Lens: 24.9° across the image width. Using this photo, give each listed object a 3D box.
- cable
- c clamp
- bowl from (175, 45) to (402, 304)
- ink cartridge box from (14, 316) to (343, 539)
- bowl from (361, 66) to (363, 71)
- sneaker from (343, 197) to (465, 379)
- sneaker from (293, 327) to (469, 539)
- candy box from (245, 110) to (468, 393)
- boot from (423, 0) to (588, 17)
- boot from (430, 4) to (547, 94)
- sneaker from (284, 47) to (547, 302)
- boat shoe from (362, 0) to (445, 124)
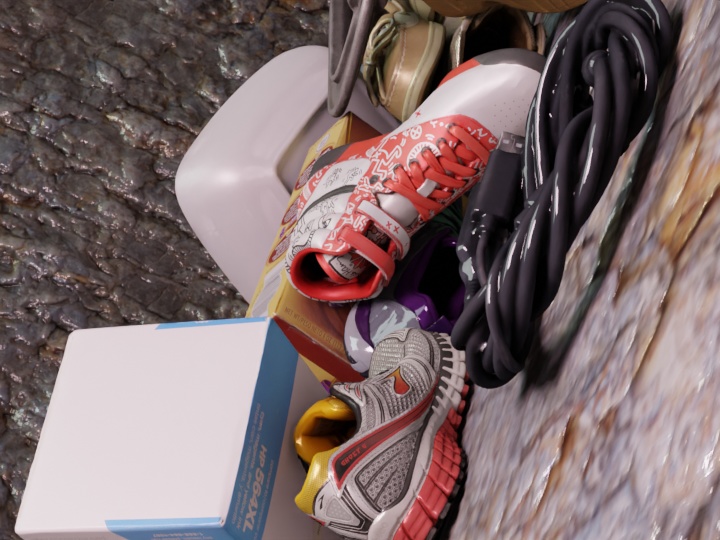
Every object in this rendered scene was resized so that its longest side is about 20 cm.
[{"bbox_3d":[0.091,-0.037,0.742,0.163,0.051,0.200,-57,9,44],"label":"cable"},{"bbox_3d":[-0.003,-0.213,1.135,0.171,0.027,0.201,115,161,-50],"label":"c clamp"},{"bbox_3d":[-0.021,-0.056,1.213,0.075,0.200,0.200,-16,29,48],"label":"bowl"},{"bbox_3d":[-0.077,0.133,0.922,0.200,0.128,0.126,57,-144,-48],"label":"ink cartridge box"},{"bbox_3d":[0.023,-0.121,1.452,0.201,0.105,0.202,-156,90,-90],"label":"bowl"},{"bbox_3d":[0.053,-0.014,1.039,0.087,0.074,0.201,-35,31,40],"label":"sneaker"},{"bbox_3d":[0.011,0.078,0.873,0.200,0.082,0.078,-79,12,-70],"label":"sneaker"},{"bbox_3d":[0.000,0.000,1.091,0.056,0.116,0.200,-39,24,40],"label":"candy box"},{"bbox_3d":[0.124,-0.236,1.030,0.156,0.073,0.200,-51,22,-15],"label":"boot"},{"bbox_3d":[0.091,-0.170,1.160,0.155,0.072,0.201,128,158,-76],"label":"boot"},{"bbox_3d":[0.035,-0.047,0.966,0.201,0.067,0.108,-26,34,39],"label":"sneaker"},{"bbox_3d":[0.020,-0.158,1.154,0.201,0.063,0.073,-90,16,-62],"label":"boat shoe"}]
